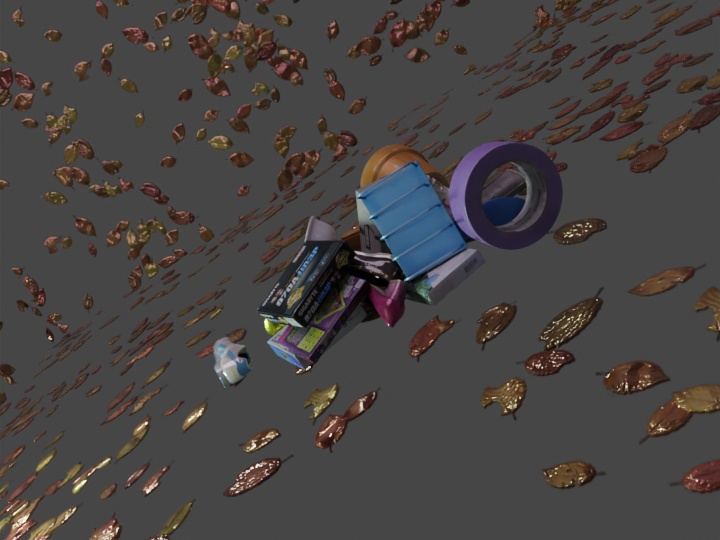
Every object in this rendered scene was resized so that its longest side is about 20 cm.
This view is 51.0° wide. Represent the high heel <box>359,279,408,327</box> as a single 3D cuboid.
[{"bbox_3d":[0.036,0.080,1.559,0.200,0.067,0.096,-14,54,60],"label":"high heel"}]

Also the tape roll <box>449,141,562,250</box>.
[{"bbox_3d":[0.276,-0.144,1.439,0.200,0.201,0.085,-36,17,-6],"label":"tape roll"}]

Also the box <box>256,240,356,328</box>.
[{"bbox_3d":[-0.115,0.025,1.598,0.159,0.046,0.201,3,54,55],"label":"box"}]

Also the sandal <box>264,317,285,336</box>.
[{"bbox_3d":[-0.141,0.084,1.831,0.199,0.080,0.087,-28,7,13],"label":"sandal"}]

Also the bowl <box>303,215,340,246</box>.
[{"bbox_3d":[-0.093,-0.031,1.874,0.090,0.202,0.201,9,23,1],"label":"bowl"}]

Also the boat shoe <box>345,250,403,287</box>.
[{"bbox_3d":[0.000,0.000,1.617,0.200,0.072,0.061,1,53,39],"label":"boat shoe"}]

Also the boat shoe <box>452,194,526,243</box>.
[{"bbox_3d":[0.250,-0.106,1.563,0.199,0.085,0.069,-14,-1,10],"label":"boat shoe"}]

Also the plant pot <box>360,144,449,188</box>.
[{"bbox_3d":[0.130,-0.212,1.959,0.200,0.201,0.183,-39,33,-14],"label":"plant pot"}]

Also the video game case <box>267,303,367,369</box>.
[{"bbox_3d":[-0.098,0.130,1.667,0.181,0.046,0.200,-41,18,-16],"label":"video game case"}]

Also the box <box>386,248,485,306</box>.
[{"bbox_3d":[0.149,0.007,1.553,0.144,0.036,0.200,-39,16,-16],"label":"box"}]

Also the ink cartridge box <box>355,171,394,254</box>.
[{"bbox_3d":[0.076,-0.104,1.660,0.146,0.201,0.084,-29,43,-26],"label":"ink cartridge box"}]

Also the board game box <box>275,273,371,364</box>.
[{"bbox_3d":[-0.077,0.091,1.558,0.120,0.032,0.200,20,66,44],"label":"board game box"}]

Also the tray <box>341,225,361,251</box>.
[{"bbox_3d":[0.057,-0.080,1.852,0.199,0.099,0.037,-22,24,37],"label":"tray"}]

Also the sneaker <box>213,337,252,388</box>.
[{"bbox_3d":[-0.301,0.211,1.802,0.080,0.077,0.200,-27,22,-4],"label":"sneaker"}]

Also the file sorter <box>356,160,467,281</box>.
[{"bbox_3d":[0.098,-0.094,1.475,0.138,0.201,0.123,-31,0,11],"label":"file sorter"}]

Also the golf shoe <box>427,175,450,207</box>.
[{"bbox_3d":[0.170,-0.181,1.806,0.199,0.092,0.073,4,49,-8],"label":"golf shoe"}]

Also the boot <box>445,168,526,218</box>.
[{"bbox_3d":[0.262,-0.161,1.735,0.200,0.073,0.182,-46,33,-13],"label":"boot"}]
